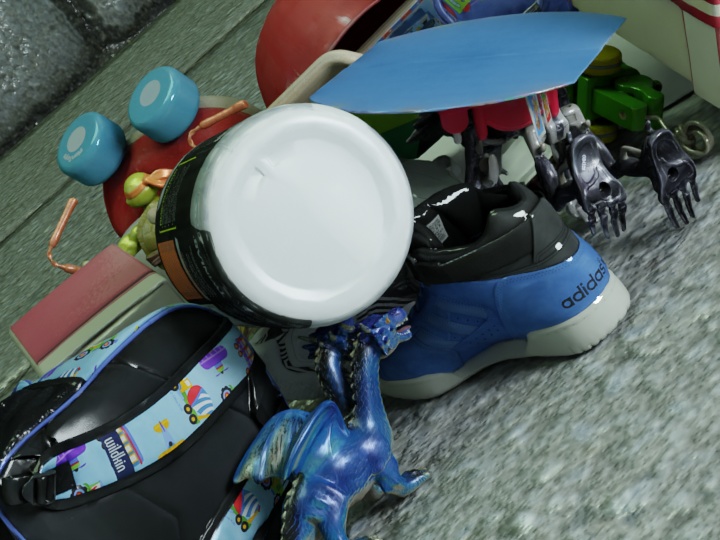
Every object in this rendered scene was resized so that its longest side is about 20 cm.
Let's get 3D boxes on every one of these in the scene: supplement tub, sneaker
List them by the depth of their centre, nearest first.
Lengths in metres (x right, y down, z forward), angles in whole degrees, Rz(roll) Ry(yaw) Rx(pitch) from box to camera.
[{"bbox_3d":[-0.052,-0.027,1.052,0.122,0.123,0.200,-42,10,-12],"label":"supplement tub"},{"bbox_3d":[0.053,0.006,1.052,0.200,0.111,0.077,-17,27,50],"label":"sneaker"},{"bbox_3d":[0.000,0.000,1.186,0.200,0.075,0.115,-32,40,5],"label":"sneaker"}]

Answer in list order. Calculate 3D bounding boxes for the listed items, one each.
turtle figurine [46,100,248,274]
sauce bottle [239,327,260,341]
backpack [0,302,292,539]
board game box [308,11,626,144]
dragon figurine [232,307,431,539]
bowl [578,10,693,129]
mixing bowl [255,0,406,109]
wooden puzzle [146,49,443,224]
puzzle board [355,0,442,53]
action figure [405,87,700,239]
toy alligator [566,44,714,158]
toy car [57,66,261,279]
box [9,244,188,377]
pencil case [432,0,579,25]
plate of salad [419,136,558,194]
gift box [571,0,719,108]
[{"bbox_3d":[-0.132,-0.027,1.425,0.200,0.161,0.064,-40,17,-4],"label":"turtle figurine"},{"bbox_3d":[-0.060,0.024,1.313,0.065,0.065,0.200,-37,19,5],"label":"sauce bottle"},{"bbox_3d":[-0.130,0.122,1.013,0.134,0.183,0.200,-12,27,43],"label":"backpack"},{"bbox_3d":[0.066,-0.105,1.045,0.157,0.039,0.200,-2,21,22],"label":"board game box"},{"bbox_3d":[-0.027,0.107,0.976,0.059,0.100,0.200,-15,29,53],"label":"dragon figurine"},{"bbox_3d":[0.235,-0.202,1.279,0.200,0.075,0.200,-31,19,20],"label":"bowl"},{"bbox_3d":[-0.013,-0.176,1.467,0.200,0.200,0.108,-43,61,-15],"label":"mixing bowl"},{"bbox_3d":[-0.020,-0.075,1.221,0.200,0.037,0.185,-36,-21,29],"label":"wooden puzzle"},{"bbox_3d":[0.005,-0.116,1.436,0.200,0.151,0.017,-46,61,-7],"label":"puzzle board"},{"bbox_3d":[0.107,-0.065,1.100,0.118,0.102,0.200,-19,26,-25],"label":"action figure"},{"bbox_3d":[0.168,-0.116,1.181,0.054,0.060,0.200,-21,33,-34],"label":"toy alligator"},{"bbox_3d":[-0.149,-0.034,1.549,0.177,0.184,0.201,-26,50,33],"label":"toy car"},{"bbox_3d":[-0.162,0.071,1.294,0.109,0.128,0.200,-40,18,-9],"label":"box"},{"bbox_3d":[0.113,-0.193,1.311,0.087,0.078,0.200,-28,-8,14],"label":"pencil case"},{"bbox_3d":[0.081,-0.074,1.294,0.200,0.048,0.200,-33,25,17],"label":"plate of salad"},{"bbox_3d":[0.219,-0.208,1.074,0.200,0.185,0.187,-36,43,-12],"label":"gift box"}]
